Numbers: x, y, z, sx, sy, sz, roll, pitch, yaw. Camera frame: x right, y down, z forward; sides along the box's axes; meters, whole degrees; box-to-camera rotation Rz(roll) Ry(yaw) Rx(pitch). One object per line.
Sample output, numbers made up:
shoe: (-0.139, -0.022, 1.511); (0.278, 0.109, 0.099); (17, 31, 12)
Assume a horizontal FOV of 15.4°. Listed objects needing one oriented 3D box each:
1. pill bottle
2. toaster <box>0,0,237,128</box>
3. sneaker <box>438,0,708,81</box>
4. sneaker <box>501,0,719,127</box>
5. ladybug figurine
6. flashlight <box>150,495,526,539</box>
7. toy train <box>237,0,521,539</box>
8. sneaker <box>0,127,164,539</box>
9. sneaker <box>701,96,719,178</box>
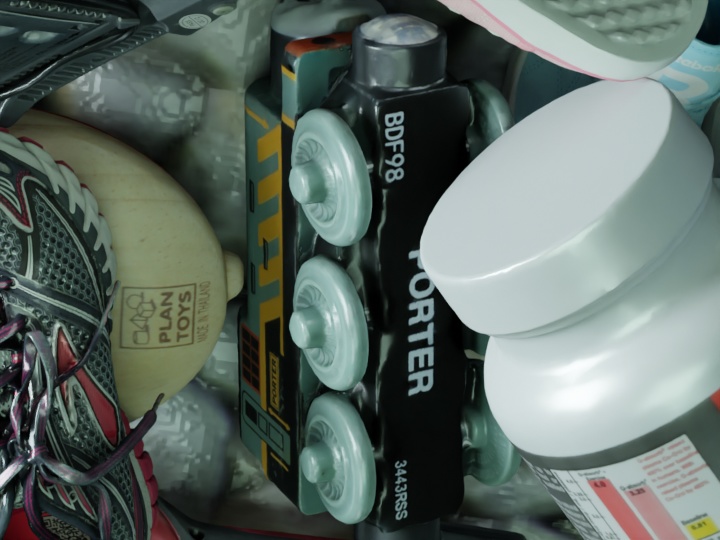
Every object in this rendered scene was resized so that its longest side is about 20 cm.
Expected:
pill bottle: (0.111, 0.044, 0.857); (0.116, 0.116, 0.200); (-32, 114, 13)
toaster: (-0.133, -0.117, 0.828); (0.200, 0.129, 0.114); (-23, 163, 39)
sneaker: (0.018, -0.121, 0.861); (0.200, 0.105, 0.075); (37, 66, 3)
sneaker: (0.096, -0.076, 0.908); (0.074, 0.082, 0.200); (13, 116, -7)
ladybug figurine: (-0.141, -0.003, 0.942); (0.199, 0.072, 0.136); (4, 117, -4)
flashlight: (-0.036, 0.112, 1.012); (0.200, 0.068, 0.068); (7, 153, -11)
toy train: (0.000, 0.000, 0.926); (0.085, 0.114, 0.200); (-14, 118, -25)
sneaker: (-0.110, 0.042, 0.882); (0.080, 0.075, 0.200); (-15, 121, 6)
sneaker: (0.167, -0.054, 0.904); (0.073, 0.116, 0.200); (5, 119, -7)
